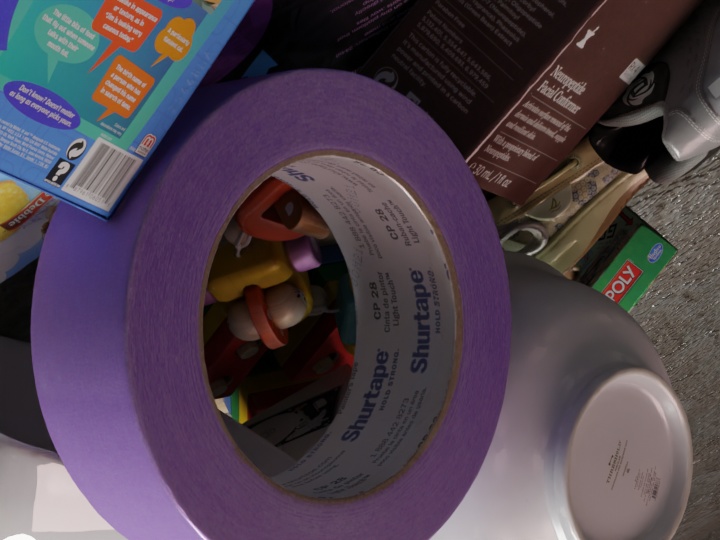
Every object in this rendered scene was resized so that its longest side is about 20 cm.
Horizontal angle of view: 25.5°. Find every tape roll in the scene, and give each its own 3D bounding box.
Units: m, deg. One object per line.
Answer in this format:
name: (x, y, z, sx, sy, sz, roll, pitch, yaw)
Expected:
tape roll: (-0.029, 0.022, 0.636, 0.200, 0.200, 0.066, -8, -176, -44)

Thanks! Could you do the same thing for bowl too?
bowl: (0.095, 0.091, 0.768, 0.201, 0.201, 0.090, -11, -172, -41)
bowl: (-0.132, 0.092, 0.725, 0.200, 0.200, 0.075, 17, 94, -40)

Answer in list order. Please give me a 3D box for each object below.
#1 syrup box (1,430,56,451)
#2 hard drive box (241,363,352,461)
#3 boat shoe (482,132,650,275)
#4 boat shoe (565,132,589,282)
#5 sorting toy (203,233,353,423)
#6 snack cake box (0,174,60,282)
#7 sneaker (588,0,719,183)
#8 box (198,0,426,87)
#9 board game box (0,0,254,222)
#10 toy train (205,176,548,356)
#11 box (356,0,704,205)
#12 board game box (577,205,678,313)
syrup box: (-0.243, 0.135, 0.867, 0.079, 0.081, 0.200, -2, 144, -47)
hard drive box: (-0.061, 0.148, 0.849, 0.200, 0.077, 0.156, -30, -164, -4)
boat shoe: (0.131, -0.076, 0.872, 0.200, 0.063, 0.073, -50, -163, -11)
boat shoe: (0.094, -0.004, 0.941, 0.200, 0.072, 0.076, -59, -175, 5)
sorting toy: (-0.071, 0.052, 0.928, 0.200, 0.070, 0.199, -10, 149, -42)
snack cake box: (-0.207, -0.015, 0.619, 0.200, 0.067, 0.115, -34, 156, 6)
sneaker: (0.158, -0.105, 0.797, 0.115, 0.075, 0.200, -42, -168, 17)
box: (-0.038, -0.102, 0.694, 0.143, 0.036, 0.200, -29, 159, -5)
board game box: (-0.077, -0.124, 0.501, 0.200, 0.045, 0.152, -55, 154, 3)
toy train: (0.000, 0.000, 0.779, 0.200, 0.056, 0.150, 21, 136, -41)
box: (0.099, -0.129, 0.714, 0.200, 0.075, 0.100, -51, 158, 12)
board game box: (0.138, 0.020, 1.017, 0.135, 0.029, 0.200, -52, -178, 8)
